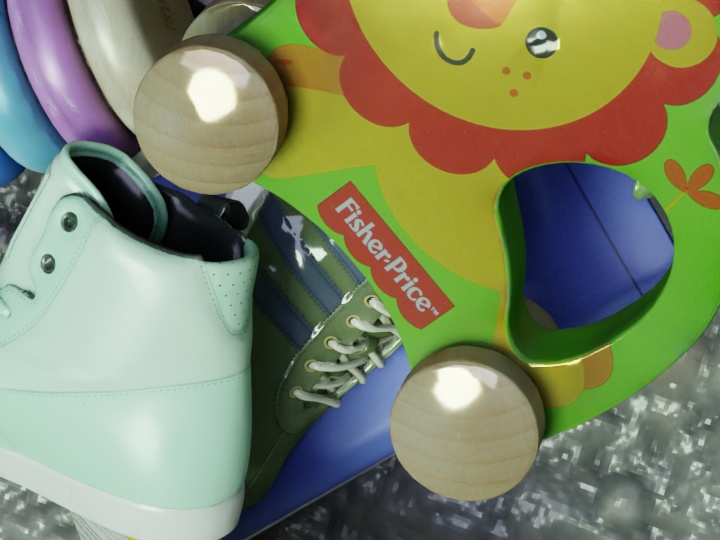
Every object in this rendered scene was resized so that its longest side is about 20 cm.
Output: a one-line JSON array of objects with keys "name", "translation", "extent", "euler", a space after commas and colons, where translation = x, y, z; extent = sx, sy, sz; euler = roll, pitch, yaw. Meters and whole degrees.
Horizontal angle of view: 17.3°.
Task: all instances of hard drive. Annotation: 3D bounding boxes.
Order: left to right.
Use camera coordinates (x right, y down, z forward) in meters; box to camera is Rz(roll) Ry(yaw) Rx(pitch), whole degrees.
[{"name": "hard drive", "translation": [0.004, -0.005, 0.854], "extent": [0.200, 0.025, 0.132], "euler": [-31, 83, 17]}]

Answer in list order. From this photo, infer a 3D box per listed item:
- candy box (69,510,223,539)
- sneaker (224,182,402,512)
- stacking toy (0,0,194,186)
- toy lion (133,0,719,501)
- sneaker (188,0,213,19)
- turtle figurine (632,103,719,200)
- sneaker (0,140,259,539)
[{"name": "candy box", "translation": [-0.044, 0.131, 0.793], "extent": [0.026, 0.200, 0.102], "euler": [-26, 120, -20]}, {"name": "sneaker", "translation": [0.000, 0.000, 0.805], "extent": [0.090, 0.067, 0.201], "euler": [20, 96, 21]}, {"name": "stacking toy", "translation": [-0.155, -0.052, 0.793], "extent": [0.200, 0.085, 0.086], "euler": [-19, 87, 12]}, {"name": "toy lion", "translation": [0.044, -0.057, 0.706], "extent": [0.192, 0.069, 0.200], "euler": [-35, 100, 25]}, {"name": "sneaker", "translation": [-0.125, -0.082, 0.844], "extent": [0.200, 0.072, 0.083], "euler": [-1, 78, 3]}, {"name": "turtle figurine", "translation": [0.173, -0.021, 0.735], "extent": [0.194, 0.144, 0.200], "euler": [13, 93, 19]}, {"name": "sneaker", "translation": [-0.120, 0.003, 0.780], "extent": [0.200, 0.074, 0.118], "euler": [17, 111, 17]}]
